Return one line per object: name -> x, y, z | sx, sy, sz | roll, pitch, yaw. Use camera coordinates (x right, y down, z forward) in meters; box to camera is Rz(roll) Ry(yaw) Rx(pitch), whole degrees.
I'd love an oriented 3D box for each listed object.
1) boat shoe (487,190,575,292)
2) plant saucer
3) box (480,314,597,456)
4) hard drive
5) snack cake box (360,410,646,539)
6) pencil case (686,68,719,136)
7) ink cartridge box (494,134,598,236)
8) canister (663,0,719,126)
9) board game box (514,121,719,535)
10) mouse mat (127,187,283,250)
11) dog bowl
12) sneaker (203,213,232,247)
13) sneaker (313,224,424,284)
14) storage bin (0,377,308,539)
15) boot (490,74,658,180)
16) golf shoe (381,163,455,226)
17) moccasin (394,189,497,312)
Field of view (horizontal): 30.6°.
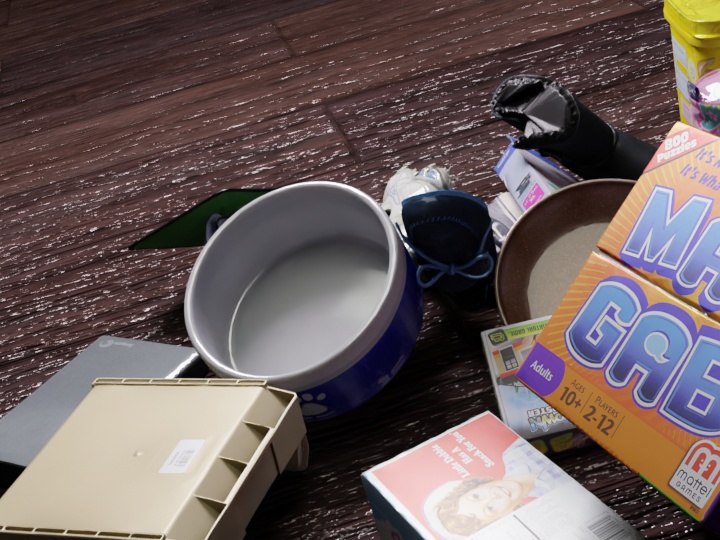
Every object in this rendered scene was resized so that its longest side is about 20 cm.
boat shoe -> 0.144, 0.001, 1.256 | 0.092, 0.075, 0.200 | -31, 27, 2
plant saucer -> 0.215, 0.015, 1.132 | 0.198, 0.037, 0.202 | -4, 62, 7
box -> 0.205, 0.079, 1.051 | 0.198, 0.035, 0.111 | -14, 52, 2
hard drive -> -0.252, 0.132, 1.223 | 0.138, 0.033, 0.200 | 5, 32, 33
snack cake box -> 0.097, 0.186, 0.909 | 0.114, 0.068, 0.200 | -25, 28, -16
pencil case -> 0.346, -0.084, 1.155 | 0.087, 0.202, 0.088 | -16, 26, 8
ink cartridge box -> 0.199, -0.065, 1.287 | 0.042, 0.119, 0.200 | -56, 17, 17
canister -> 0.369, -0.182, 1.333 | 0.086, 0.202, 0.149 | -12, 27, 3
board game box -> 0.264, 0.062, 0.831 | 0.201, 0.199, 0.200 | -57, 32, 3
mouse mat -> -0.130, -0.056, 1.395 | 0.160, 0.008, 0.199 | -27, -12, 36
dog bowl -> -0.048, 0.026, 1.138 | 0.198, 0.079, 0.202 | -13, 53, 17
sneaker -> -0.103, -0.031, 1.376 | 0.069, 0.109, 0.200 | -3, 29, 21
sneaker -> 0.000, 0.000, 1.220 | 0.087, 0.076, 0.200 | 39, 75, 23
storage bin -> -0.161, 0.178, 1.025 | 0.197, 0.095, 0.200 | -1, 29, 23
boot -> 0.233, -0.113, 1.279 | 0.200, 0.077, 0.168 | 35, 10, 33
golf shoe -> 0.038, -0.056, 1.349 | 0.097, 0.079, 0.200 | -34, 2, -11
moccasin -> 0.088, -0.013, 1.139 | 0.080, 0.200, 0.069 | -7, 72, 20
